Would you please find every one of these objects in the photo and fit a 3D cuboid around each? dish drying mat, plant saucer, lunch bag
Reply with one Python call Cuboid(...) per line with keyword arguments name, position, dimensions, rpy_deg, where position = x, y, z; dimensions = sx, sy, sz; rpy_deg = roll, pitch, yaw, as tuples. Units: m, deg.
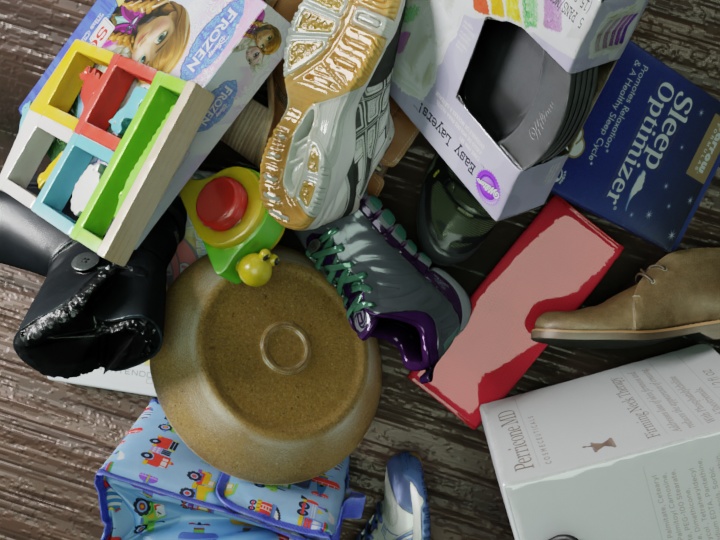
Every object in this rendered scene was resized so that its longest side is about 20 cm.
Cuboid(name="dish drying mat", position=(0.131, 0.036, 0.797), dimensions=(0.077, 0.018, 0.200), rpy_deg=(38, 98, -1))
Cuboid(name="plant saucer", position=(-0.064, 0.065, 0.744), dimensions=(0.199, 0.035, 0.201), rpy_deg=(11, 66, -24))
Cuboid(name="lunch bag", position=(-0.096, 0.185, 0.760), dimensions=(0.199, 0.151, 0.095), rpy_deg=(7, 103, 1))

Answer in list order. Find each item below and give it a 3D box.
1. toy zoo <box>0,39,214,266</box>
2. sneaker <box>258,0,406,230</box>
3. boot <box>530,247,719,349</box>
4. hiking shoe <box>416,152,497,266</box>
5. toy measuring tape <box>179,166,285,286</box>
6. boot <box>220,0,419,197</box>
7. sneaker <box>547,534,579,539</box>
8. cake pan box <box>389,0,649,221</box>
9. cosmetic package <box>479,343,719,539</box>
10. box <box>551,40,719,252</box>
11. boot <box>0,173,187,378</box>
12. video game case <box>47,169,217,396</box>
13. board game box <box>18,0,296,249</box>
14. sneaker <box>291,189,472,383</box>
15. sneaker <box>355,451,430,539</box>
Cuboid(name="toy zoo", position=(-0.198, -0.095, 0.681), dimensions=(0.200, 0.020, 0.132), rpy_deg=(27, 88, 41))
Cuboid(name="sneaker", position=(-0.009, -0.126, 0.672), dimensions=(0.076, 0.088, 0.201), rpy_deg=(34, 114, 28))
Cuboid(name="boot", position=(0.234, 0.025, 0.768), dimensions=(0.199, 0.074, 0.076), rpy_deg=(-6, 85, -4))
Cuboid(name="hiking shoe", position=(0.102, -0.094, 0.741), dimensions=(0.075, 0.101, 0.201), rpy_deg=(27, 98, 1))
Cuboid(name="toy measuring tape", position=(-0.107, -0.073, 0.743), dimensions=(0.073, 0.074, 0.200), rpy_deg=(-32, 60, 7))
Cuboid(name="boot", position=(-0.016, -0.155, 0.753), dimensions=(0.154, 0.074, 0.200), rpy_deg=(28, 116, -5))
Cuboid(name="sneaker", position=(0.152, 0.244, 0.616), dimensions=(0.198, 0.081, 0.116), rpy_deg=(14, 105, 2))
Cuboid(name="cake pan box", position=(0.082, -0.159, 0.616), dimensions=(0.052, 0.185, 0.200), rpy_deg=(-21, 61, -27))
Cuboid(name="cosmetic package", position=(0.215, 0.180, 0.726), dimensions=(0.199, 0.167, 0.167), rpy_deg=(-16, 101, 5))
Cuboid(name="box", position=(0.214, -0.093, 0.718), dimensions=(0.199, 0.032, 0.122), rpy_deg=(21, 98, -33))
Cuboid(name="boot", position=(-0.237, 0.002, 0.716), dimensions=(0.199, 0.168, 0.077), rpy_deg=(1, 129, 1))
Cuboid(name="video game case", position=(-0.172, 0.010, 0.811), dimensions=(0.181, 0.023, 0.201), rpy_deg=(8, 97, 3))
Cuboid(name="board game box", position=(-0.164, -0.151, 0.722), dimensions=(0.200, 0.041, 0.200), rpy_deg=(-52, 49, 7))
Cuboid(name="sneaker", position=(0.000, 0.000, 0.743), dimensions=(0.200, 0.088, 0.074), rpy_deg=(38, 137, -6))
Cuboid(name="sneaker", position=(0.014, 0.252, 0.801), dimensions=(0.088, 0.075, 0.201), rpy_deg=(4, 96, 4))
